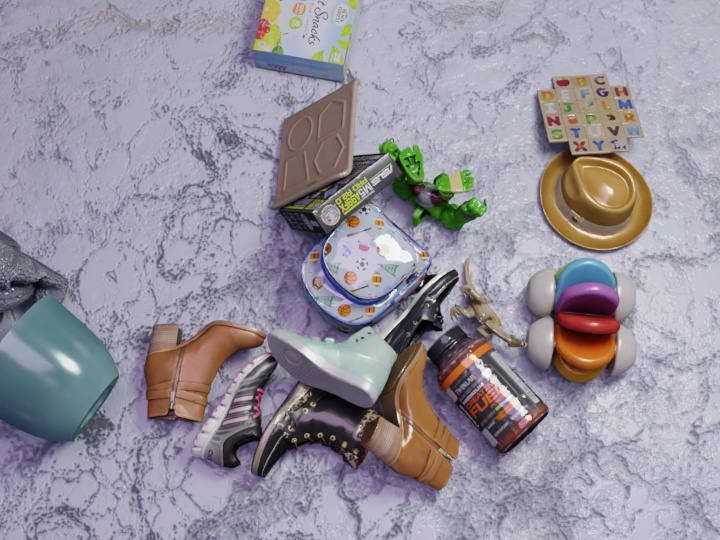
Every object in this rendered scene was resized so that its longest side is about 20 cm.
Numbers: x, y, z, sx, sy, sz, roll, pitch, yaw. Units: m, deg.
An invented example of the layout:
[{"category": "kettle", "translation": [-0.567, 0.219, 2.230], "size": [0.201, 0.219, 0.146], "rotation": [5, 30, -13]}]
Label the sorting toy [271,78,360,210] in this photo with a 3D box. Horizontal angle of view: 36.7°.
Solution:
[{"category": "sorting toy", "translation": [-0.070, -0.207, 1.820], "size": [0.036, 0.184, 0.201], "rotation": [30, 54, -36]}]

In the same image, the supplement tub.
[{"category": "supplement tub", "translation": [0.193, 0.182, 1.705], "size": [0.107, 0.107, 0.200], "rotation": [-39, 74, -13]}]

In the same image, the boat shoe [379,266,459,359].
[{"category": "boat shoe", "translation": [0.101, 0.082, 1.754], "size": [0.066, 0.075, 0.199], "rotation": [41, 78, 19]}]

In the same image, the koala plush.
[{"category": "koala plush", "translation": [-0.605, 0.045, 1.727], "size": [0.177, 0.184, 0.201], "rotation": [35, 85, 12]}]

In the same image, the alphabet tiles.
[{"category": "alphabet tiles", "translation": [0.398, -0.274, 1.887], "size": [0.165, 0.006, 0.201], "rotation": [-3, 49, -1]}]

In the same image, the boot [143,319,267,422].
[{"category": "boot", "translation": [-0.247, 0.164, 1.729], "size": [0.198, 0.074, 0.156], "rotation": [-4, 68, 11]}]

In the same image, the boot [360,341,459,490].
[{"category": "boot", "translation": [0.100, 0.227, 1.686], "size": [0.155, 0.077, 0.201], "rotation": [33, 58, -18]}]

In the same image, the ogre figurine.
[{"category": "ogre figurine", "translation": [0.116, -0.134, 1.812], "size": [0.198, 0.120, 0.099], "rotation": [16, 66, 4]}]

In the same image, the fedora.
[{"category": "fedora", "translation": [0.402, -0.135, 1.832], "size": [0.199, 0.082, 0.202], "rotation": [0, 69, 0]}]

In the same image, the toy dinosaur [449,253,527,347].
[{"category": "toy dinosaur", "translation": [0.190, 0.058, 1.765], "size": [0.058, 0.101, 0.201], "rotation": [-46, 57, 25]}]

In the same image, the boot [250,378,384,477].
[{"category": "boot", "translation": [-0.065, 0.262, 1.693], "size": [0.150, 0.073, 0.201], "rotation": [30, 64, 10]}]

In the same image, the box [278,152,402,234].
[{"category": "box", "translation": [-0.036, -0.127, 1.770], "size": [0.160, 0.200, 0.044], "rotation": [-40, 106, -14]}]

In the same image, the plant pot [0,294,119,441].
[{"category": "plant pot", "translation": [-0.470, 0.165, 1.665], "size": [0.160, 0.201, 0.201], "rotation": [35, 73, -1]}]

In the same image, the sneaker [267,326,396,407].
[{"category": "sneaker", "translation": [-0.041, 0.125, 1.700], "size": [0.199, 0.074, 0.118], "rotation": [27, 49, 12]}]

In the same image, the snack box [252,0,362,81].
[{"category": "snack box", "translation": [-0.090, -0.453, 1.953], "size": [0.167, 0.068, 0.202], "rotation": [11, 71, 4]}]

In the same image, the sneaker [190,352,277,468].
[{"category": "sneaker", "translation": [-0.178, 0.225, 1.706], "size": [0.087, 0.074, 0.201], "rotation": [31, 78, 11]}]

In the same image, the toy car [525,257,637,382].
[{"category": "toy car", "translation": [0.356, 0.069, 1.723], "size": [0.173, 0.150, 0.202], "rotation": [4, 70, 2]}]

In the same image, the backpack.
[{"category": "backpack", "translation": [0.000, 0.000, 1.753], "size": [0.200, 0.154, 0.191], "rotation": [42, 85, 11]}]
